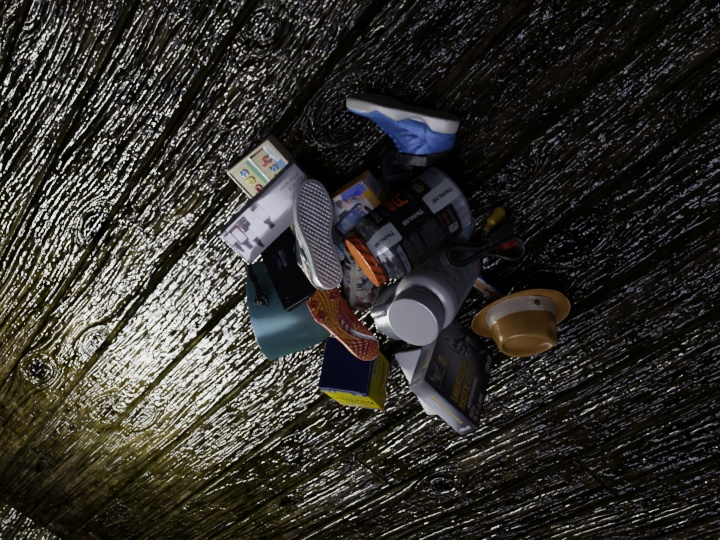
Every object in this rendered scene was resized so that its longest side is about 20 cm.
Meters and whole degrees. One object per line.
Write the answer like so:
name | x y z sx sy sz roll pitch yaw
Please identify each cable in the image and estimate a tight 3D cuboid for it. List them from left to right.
cable | 0.218 -0.040 1.283 0.050 0.199 0.098 -8 111 62

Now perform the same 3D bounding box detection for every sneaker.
sneaker | -0.088 -0.061 1.337 0.077 0.204 0.079 -8 175 -22
sneaker | -0.042 0.097 1.400 0.073 0.077 0.201 -38 88 -6
sneaker | 0.063 -0.232 1.255 0.196 0.077 0.113 13 117 0

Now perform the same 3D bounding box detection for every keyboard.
keyboard | -0.168 -0.008 1.412 0.126 0.202 0.021 -30 153 7

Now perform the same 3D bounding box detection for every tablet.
tablet | 0.172 0.252 1.650 0.128 0.014 0.202 -13 122 27

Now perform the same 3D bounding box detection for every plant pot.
plant pot | -0.128 0.068 1.496 0.158 0.202 0.203 -13 124 7

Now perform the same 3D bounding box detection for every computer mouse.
computer mouse | 0.074 -0.121 1.310 0.058 0.204 0.034 -7 174 -11

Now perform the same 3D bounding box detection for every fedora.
fedora | 0.315 0.112 1.393 0.197 0.083 0.202 -7 149 -4

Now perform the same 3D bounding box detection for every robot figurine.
robot figurine | 0.102 0.070 1.446 0.199 0.168 0.115 -28 76 53

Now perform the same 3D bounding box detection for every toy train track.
toy train track | 0.221 0.007 1.418 0.199 0.033 0.115 36 138 -1

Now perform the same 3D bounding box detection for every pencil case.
pencil case | 0.000 0.000 1.367 0.077 0.090 0.201 33 151 18

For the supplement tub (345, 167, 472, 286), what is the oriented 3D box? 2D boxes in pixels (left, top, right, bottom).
supplement tub | 0.080 -0.071 1.224 0.199 0.122 0.123 -37 117 -8

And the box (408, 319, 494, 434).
box | 0.190 0.206 1.483 0.158 0.201 0.048 43 132 -16

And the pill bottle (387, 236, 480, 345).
pill bottle | 0.129 0.033 1.273 0.112 0.200 0.115 17 130 21

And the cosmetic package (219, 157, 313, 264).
cosmetic package | -0.169 -0.111 1.374 0.200 0.051 0.083 -43 111 9

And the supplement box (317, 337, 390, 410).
supplement box | -0.009 0.228 1.572 0.107 0.111 0.200 5 162 15

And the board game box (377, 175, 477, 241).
board game box | 0.107 -0.078 1.369 0.198 0.034 0.136 27 132 13

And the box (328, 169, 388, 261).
box | -0.020 -0.096 1.376 0.199 0.042 0.119 -28 113 40

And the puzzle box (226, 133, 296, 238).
puzzle box | -0.154 -0.157 1.430 0.132 0.026 0.200 -29 113 36
